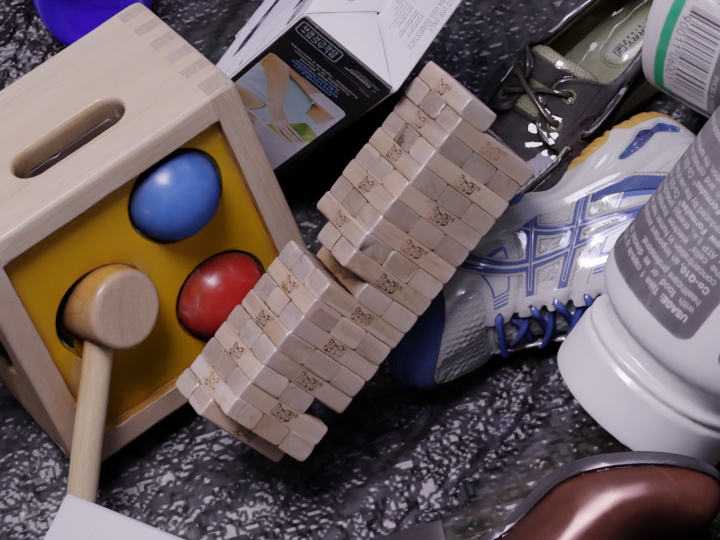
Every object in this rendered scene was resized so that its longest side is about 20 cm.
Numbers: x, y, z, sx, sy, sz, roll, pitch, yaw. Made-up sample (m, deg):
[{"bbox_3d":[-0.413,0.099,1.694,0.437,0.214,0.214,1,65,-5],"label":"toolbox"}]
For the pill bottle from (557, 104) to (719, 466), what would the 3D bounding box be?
[{"bbox_3d":[0.185,-0.008,1.342,0.200,0.113,0.113,-54,51,23],"label":"pill bottle"}]

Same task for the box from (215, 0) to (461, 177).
[{"bbox_3d":[-0.015,-0.122,1.477,0.060,0.200,0.117,40,64,-10],"label":"box"}]

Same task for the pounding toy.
[{"bbox_3d":[-0.127,0.015,1.425,0.200,0.184,0.142,-35,43,-13],"label":"pounding toy"}]

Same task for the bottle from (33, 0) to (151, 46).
[{"bbox_3d":[-0.157,-0.223,1.650,0.065,0.084,0.200,-10,52,6],"label":"bottle"}]

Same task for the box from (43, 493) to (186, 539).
[{"bbox_3d":[-0.062,0.199,1.284,0.200,0.097,0.125,18,75,31],"label":"box"}]

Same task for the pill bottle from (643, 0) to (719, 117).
[{"bbox_3d":[0.251,-0.098,1.432,0.200,0.113,0.113,32,66,21],"label":"pill bottle"}]

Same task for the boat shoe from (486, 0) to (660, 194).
[{"bbox_3d":[0.104,-0.094,1.507,0.072,0.066,0.201,34,68,31],"label":"boat shoe"}]

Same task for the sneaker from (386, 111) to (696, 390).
[{"bbox_3d":[0.106,0.003,1.432,0.200,0.075,0.088,-37,61,-10],"label":"sneaker"}]

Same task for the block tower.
[{"bbox_3d":[0.000,0.000,1.386,0.200,0.058,0.054,-53,33,5],"label":"block tower"}]

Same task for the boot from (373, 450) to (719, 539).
[{"bbox_3d":[0.097,0.191,1.302,0.188,0.069,0.200,-16,54,1],"label":"boot"}]
